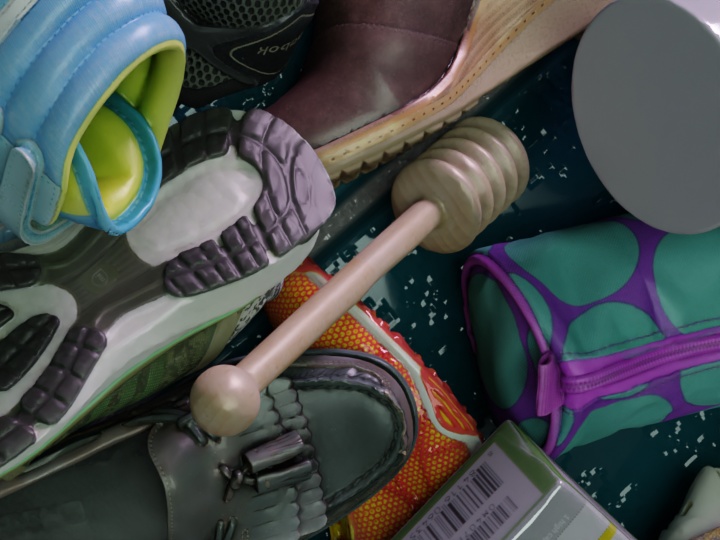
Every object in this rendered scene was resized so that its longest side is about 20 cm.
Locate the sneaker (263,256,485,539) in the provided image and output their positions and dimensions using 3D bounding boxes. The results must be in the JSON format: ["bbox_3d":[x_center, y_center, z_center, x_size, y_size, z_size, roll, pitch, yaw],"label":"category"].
[{"bbox_3d":[0.014,0.085,0.808,0.077,0.073,0.201,-32,102,-7],"label":"sneaker"}]

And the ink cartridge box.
[{"bbox_3d":[0.088,0.158,0.788,0.104,0.059,0.200,-46,116,2],"label":"ink cartridge box"}]

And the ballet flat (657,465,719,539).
[{"bbox_3d":[0.168,0.099,0.853,0.199,0.068,0.068,-30,150,16],"label":"ballet flat"}]

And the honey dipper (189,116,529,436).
[{"bbox_3d":[0.000,0.000,0.755,0.200,0.038,0.038,-41,110,-50],"label":"honey dipper"}]

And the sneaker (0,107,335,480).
[{"bbox_3d":[-0.094,0.031,0.720,0.199,0.089,0.077,-30,64,-14],"label":"sneaker"}]

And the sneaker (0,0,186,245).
[{"bbox_3d":[-0.137,-0.041,0.676,0.200,0.079,0.131,-39,86,28],"label":"sneaker"}]

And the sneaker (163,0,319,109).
[{"bbox_3d":[-0.094,-0.124,0.735,0.199,0.115,0.076,38,48,21],"label":"sneaker"}]

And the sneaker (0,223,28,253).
[{"bbox_3d":[-0.173,0.032,0.738,0.199,0.078,0.091,-23,105,-15],"label":"sneaker"}]

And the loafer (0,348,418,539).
[{"bbox_3d":[-0.076,0.081,0.749,0.198,0.063,0.072,-16,98,5],"label":"loafer"}]

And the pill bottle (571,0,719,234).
[{"bbox_3d":[0.175,-0.083,0.798,0.199,0.112,0.113,-23,102,-36],"label":"pill bottle"}]

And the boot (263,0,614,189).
[{"bbox_3d":[-0.002,-0.130,0.799,0.199,0.072,0.167,-33,92,-12],"label":"boot"}]

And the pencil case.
[{"bbox_3d":[0.140,0.013,0.833,0.198,0.092,0.086,-12,111,-16],"label":"pencil case"}]
